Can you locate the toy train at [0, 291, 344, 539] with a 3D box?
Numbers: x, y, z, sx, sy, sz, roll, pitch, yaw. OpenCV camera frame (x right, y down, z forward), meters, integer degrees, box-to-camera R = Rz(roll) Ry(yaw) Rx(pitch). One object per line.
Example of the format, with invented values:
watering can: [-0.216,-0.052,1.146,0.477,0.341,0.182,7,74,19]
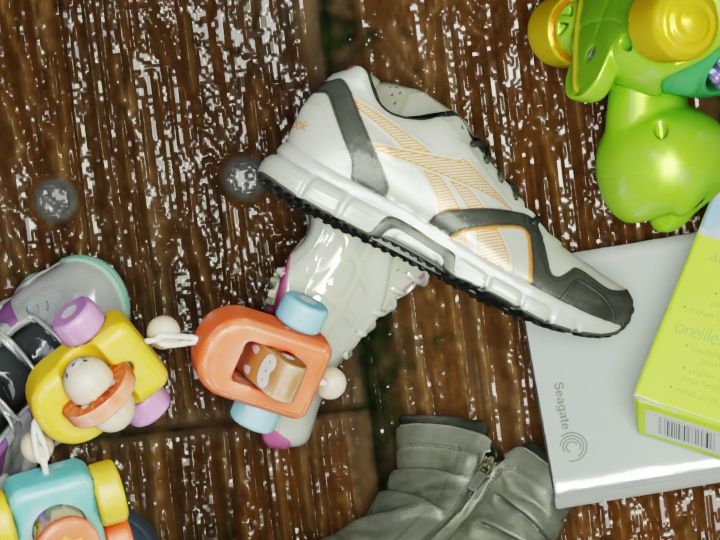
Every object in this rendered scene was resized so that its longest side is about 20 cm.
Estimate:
toy train: [-0.097,0.094,1.456,0.150,0.056,0.200,24,102,-23]

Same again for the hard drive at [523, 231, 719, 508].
hard drive: [0.186,0.041,1.510,0.200,0.027,0.132,-10,63,2]

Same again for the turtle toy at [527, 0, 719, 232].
turtle toy: [0.158,-0.120,1.475,0.101,0.146,0.200,24,83,-23]

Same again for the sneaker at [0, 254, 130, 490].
sneaker: [-0.194,0.078,1.502,0.078,0.140,0.200,37,95,4]

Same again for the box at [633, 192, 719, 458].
box: [0.224,0.004,1.482,0.122,0.048,0.200,18,66,15]

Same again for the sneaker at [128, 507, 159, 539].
sneaker: [-0.133,0.223,1.541,0.070,0.082,0.200,1,94,5]

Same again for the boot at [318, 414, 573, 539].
boot: [0.010,0.134,1.543,0.200,0.068,0.131,13,74,17]

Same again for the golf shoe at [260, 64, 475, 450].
golf shoe: [0.000,0.000,1.525,0.091,0.075,0.200,14,96,-2]

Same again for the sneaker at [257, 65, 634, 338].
sneaker: [0.053,-0.031,1.469,0.200,0.074,0.080,29,84,-13]
